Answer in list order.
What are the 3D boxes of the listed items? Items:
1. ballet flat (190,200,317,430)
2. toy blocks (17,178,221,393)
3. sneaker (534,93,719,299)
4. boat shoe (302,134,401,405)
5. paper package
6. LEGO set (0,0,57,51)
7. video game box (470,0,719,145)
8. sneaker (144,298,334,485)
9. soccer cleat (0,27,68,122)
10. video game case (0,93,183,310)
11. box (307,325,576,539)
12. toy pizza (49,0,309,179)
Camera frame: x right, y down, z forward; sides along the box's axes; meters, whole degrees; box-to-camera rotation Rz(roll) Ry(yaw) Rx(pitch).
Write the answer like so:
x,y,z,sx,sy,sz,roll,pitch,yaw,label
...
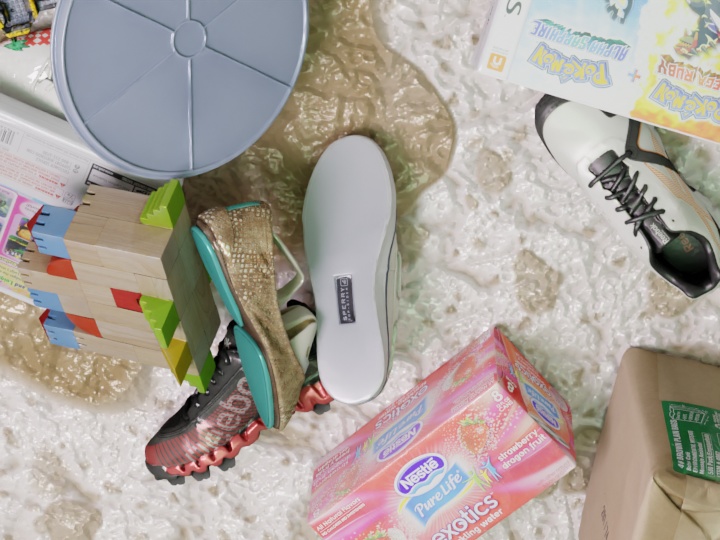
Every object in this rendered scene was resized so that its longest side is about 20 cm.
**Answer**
x,y,z,sx,sy,sz,roll,pitch,yaw,label
-0.065,0.032,1.400,0.065,0.071,0.201,-27,131,-14,ballet flat
-0.185,0.003,1.403,0.135,0.101,0.201,12,147,15,toy blocks
0.207,-0.060,1.419,0.200,0.080,0.074,42,113,-14,sneaker
0.000,0.000,1.454,0.070,0.070,0.202,-4,87,13,boat shoe
0.238,0.189,1.471,0.102,0.200,0.192,8,115,-2,paper package
-0.221,-0.244,1.322,0.152,0.116,0.202,-4,115,2,LEGO set
0.198,-0.201,1.354,0.198,0.047,0.184,15,108,-5,video game box
-0.098,0.091,1.508,0.199,0.071,0.098,-31,111,14,sneaker
-0.184,-0.130,1.396,0.198,0.085,0.069,8,116,-2,soccer cleat
-0.251,-0.048,1.443,0.198,0.024,0.183,23,135,-9,video game case
0.063,0.153,1.517,0.199,0.095,0.103,-38,108,18,box
-0.124,-0.162,1.313,0.199,0.032,0.202,-14,117,-30,toy pizza
